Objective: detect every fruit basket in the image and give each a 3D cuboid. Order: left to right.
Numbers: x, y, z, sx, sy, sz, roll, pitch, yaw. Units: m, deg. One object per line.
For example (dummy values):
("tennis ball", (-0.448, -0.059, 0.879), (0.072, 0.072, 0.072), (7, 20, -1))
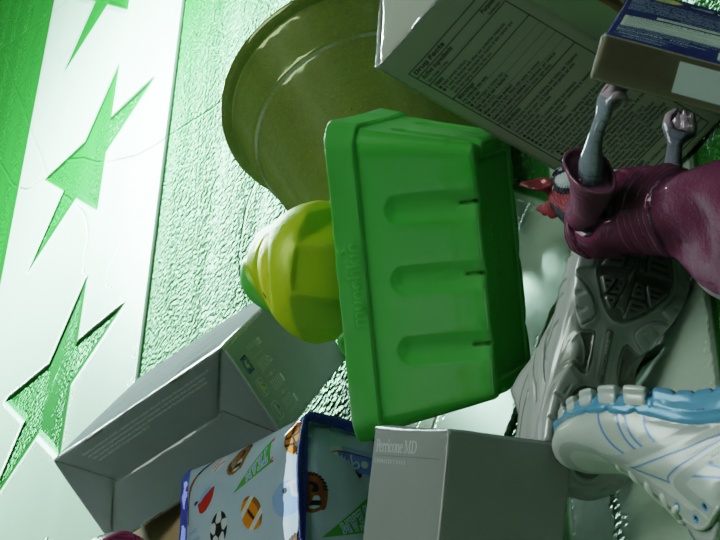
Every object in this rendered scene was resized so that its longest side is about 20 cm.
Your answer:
("fruit basket", (0.000, 0.000, 1.711), (0.216, 0.215, 0.155), (-54, -10, 17))

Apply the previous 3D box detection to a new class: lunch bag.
("lunch bag", (-0.043, 0.211, 1.730), (0.170, 0.123, 0.201), (-28, 56, 54))

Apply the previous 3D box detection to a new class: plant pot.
("plant pot", (0.019, -0.071, 1.884), (0.200, 0.200, 0.190), (-51, 36, 24))

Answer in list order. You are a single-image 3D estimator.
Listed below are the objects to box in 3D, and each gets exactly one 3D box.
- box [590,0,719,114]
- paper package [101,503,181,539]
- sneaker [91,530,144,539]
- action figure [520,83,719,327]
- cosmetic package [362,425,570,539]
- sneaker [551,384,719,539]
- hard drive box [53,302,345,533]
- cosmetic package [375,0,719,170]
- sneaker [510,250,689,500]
("box", (0.200, -0.120, 1.516), (0.200, 0.121, 0.033), (-53, -22, -73))
("paper package", (-0.139, 0.277, 1.884), (0.190, 0.103, 0.201), (-27, 40, 56))
("sneaker", (-0.198, 0.265, 1.778), (0.088, 0.081, 0.201), (-4, 59, 64))
("action figure", (0.178, -0.029, 1.512), (0.199, 0.134, 0.150), (-2, 86, 42))
("cosmetic package", (0.052, 0.189, 1.506), (0.107, 0.090, 0.201), (170, 104, -66))
("sneaker", (0.172, 0.106, 1.399), (0.200, 0.075, 0.087), (-7, 68, 49))
("hard drive box", (-0.111, 0.097, 1.922), (0.156, 0.077, 0.200), (-33, 5, 19))
("cosmetic package", (0.118, -0.137, 1.673), (0.103, 0.200, 0.087), (-45, 27, 34))
("sneaker", (0.130, 0.045, 1.597), (0.099, 0.078, 0.201), (-26, 39, 62))
